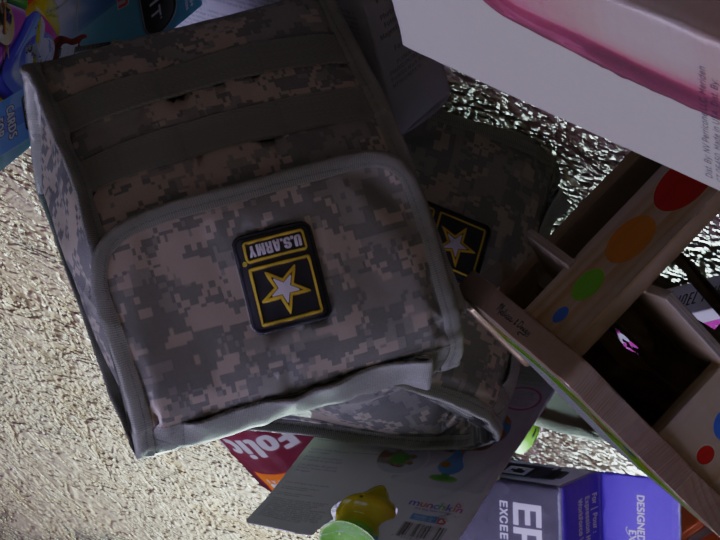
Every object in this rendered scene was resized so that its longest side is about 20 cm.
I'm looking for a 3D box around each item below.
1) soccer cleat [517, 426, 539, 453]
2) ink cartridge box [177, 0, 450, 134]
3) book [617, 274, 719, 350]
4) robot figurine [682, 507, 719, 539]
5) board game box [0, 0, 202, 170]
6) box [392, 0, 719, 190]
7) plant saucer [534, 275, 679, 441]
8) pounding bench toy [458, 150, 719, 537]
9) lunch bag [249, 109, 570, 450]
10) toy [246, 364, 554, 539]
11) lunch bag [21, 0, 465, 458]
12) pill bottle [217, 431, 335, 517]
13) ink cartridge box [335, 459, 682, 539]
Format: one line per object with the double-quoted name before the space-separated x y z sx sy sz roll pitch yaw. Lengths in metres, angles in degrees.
"soccer cleat" 0.027 0.073 1.735 0.199 0.068 0.081 24 166 25
"ink cartridge box" -0.047 -0.173 1.327 0.162 0.057 0.201 19 135 38
"book" 0.211 0.057 1.365 0.134 0.048 0.200 44 146 -23
"robot figurine" 0.237 0.197 1.499 0.117 0.143 0.201 48 -158 -48
"board game box" -0.168 -0.141 1.271 0.047 0.200 0.151 26 144 31
"box" 0.122 -0.124 1.005 0.199 0.128 0.109 26 159 21
"plant saucer" 0.118 0.044 1.491 0.199 0.030 0.200 16 152 9
"pounding bench toy" 0.143 -0.003 1.239 0.124 0.156 0.200 44 179 -28
"lunch bag" 0.000 0.000 1.379 0.199 0.165 0.118 5 151 20
"toy" 0.034 0.102 1.408 0.115 0.200 0.047 7 119 25
"lunch bag" -0.056 -0.017 1.235 0.118 0.163 0.201 92 158 -52
"pill bottle" -0.042 0.070 1.608 0.114 0.114 0.200 13 152 47
"ink cartridge box" 0.083 0.201 1.470 0.199 0.043 0.199 5 108 27
